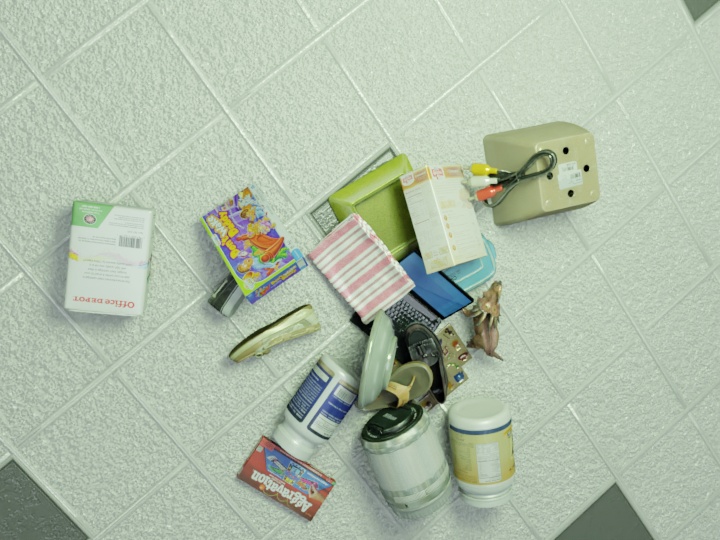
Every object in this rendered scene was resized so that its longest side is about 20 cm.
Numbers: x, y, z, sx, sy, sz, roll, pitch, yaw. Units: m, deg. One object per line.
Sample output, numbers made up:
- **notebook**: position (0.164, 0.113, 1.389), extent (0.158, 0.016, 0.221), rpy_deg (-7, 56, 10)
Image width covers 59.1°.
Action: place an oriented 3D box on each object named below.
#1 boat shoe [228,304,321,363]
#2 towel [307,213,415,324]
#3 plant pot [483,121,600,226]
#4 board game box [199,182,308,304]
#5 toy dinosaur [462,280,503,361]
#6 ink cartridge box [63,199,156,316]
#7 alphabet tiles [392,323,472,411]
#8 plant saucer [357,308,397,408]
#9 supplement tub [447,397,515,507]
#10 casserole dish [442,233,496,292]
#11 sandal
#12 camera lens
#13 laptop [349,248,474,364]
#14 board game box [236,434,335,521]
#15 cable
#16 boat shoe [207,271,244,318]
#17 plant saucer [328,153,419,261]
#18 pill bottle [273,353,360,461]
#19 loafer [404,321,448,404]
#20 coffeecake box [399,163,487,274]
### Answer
- **boat shoe**: position (-0.177, 0.143, 1.317), extent (0.198, 0.073, 0.064), rpy_deg (-30, 98, -15)
- **towel**: position (0.000, 0.000, 1.317), extent (0.146, 0.030, 0.201), rpy_deg (-38, 95, 23)
- **plant pot**: position (0.397, -0.208, 1.348), extent (0.195, 0.177, 0.205), rpy_deg (-12, 99, -11)
- **board game box**: position (-0.209, -0.056, 1.240), extent (0.133, 0.045, 0.201), rpy_deg (-34, 67, -6)
- **toy dinosaur**: position (0.274, 0.124, 1.382), extent (0.084, 0.135, 0.205), rpy_deg (-18, 102, -10)
- **ink cartridge box**: position (-0.477, -0.024, 1.218), extent (0.141, 0.084, 0.205), rpy_deg (6, 95, -13)
- **alphabet tiles**: position (0.152, 0.219, 1.433), extent (0.199, 0.008, 0.169), rpy_deg (-37, 103, -6)
- **plant saucer**: position (0.040, 0.183, 1.287), extent (0.049, 0.200, 0.205), rpy_deg (12, 95, 7)
- **supplement tub**: position (0.271, 0.402, 1.413), extent (0.141, 0.144, 0.205), rpy_deg (-9, 99, -11)
- **casserole dish**: position (0.219, -0.004, 1.405), extent (0.197, 0.039, 0.123), rpy_deg (-26, 101, -8)
- **sandal**: position (0.068, 0.261, 1.356), extent (0.197, 0.054, 0.081), rpy_deg (-25, 106, 20)
- **camera lens**: position (0.099, 0.402, 1.365), extent (0.157, 0.160, 0.204), rpy_deg (-24, 102, -8)
- **laptop**: position (0.108, 0.085, 1.353), extent (0.176, 0.103, 0.201), rpy_deg (38, 87, -11)
- **board game box**: position (-0.160, 0.454, 1.385), extent (0.198, 0.019, 0.104), rpy_deg (36, 90, -15)
- **cable**: position (0.296, -0.179, 1.268), extent (0.050, 0.197, 0.100), rpy_deg (-22, 102, -47)
- **boat shoe**: position (-0.234, -0.005, 1.282), extent (0.063, 0.071, 0.202), rpy_deg (33, 79, 3)
- **plant saucer**: position (0.061, -0.113, 1.349), extent (0.197, 0.048, 0.203), rpy_deg (-30, 103, -7)
- **pill bottle**: position (-0.089, 0.288, 1.331), extent (0.115, 0.116, 0.202), rpy_deg (37, 88, -14)
- **loafer**: position (0.150, 0.201, 1.365), extent (0.070, 0.063, 0.203), rpy_deg (-20, 120, 8)
- **coffeecake box**: position (0.172, -0.109, 1.300), extent (0.152, 0.072, 0.205), rpy_deg (-13, 86, -53)
